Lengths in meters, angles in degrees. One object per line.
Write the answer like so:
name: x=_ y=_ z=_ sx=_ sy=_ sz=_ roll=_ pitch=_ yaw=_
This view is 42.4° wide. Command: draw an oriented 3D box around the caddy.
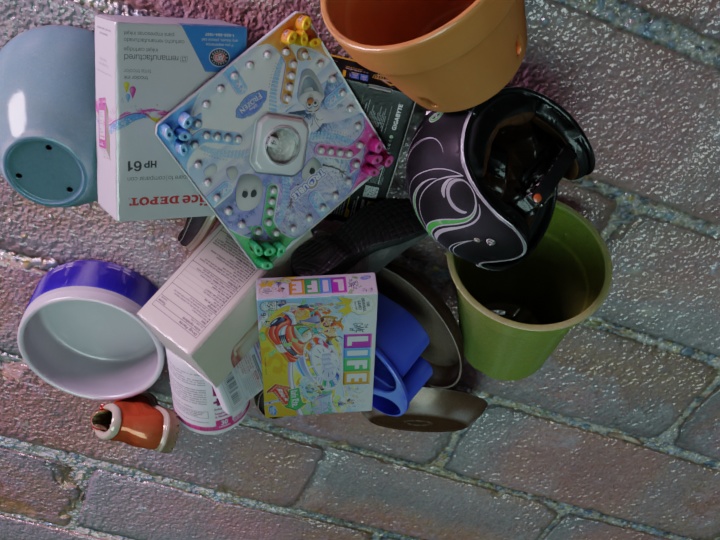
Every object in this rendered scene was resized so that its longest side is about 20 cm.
caddy: x=0.001 y=0.104 z=1.208 sx=0.199 sy=0.105 sz=0.143 roll=31 pitch=149 yaw=33

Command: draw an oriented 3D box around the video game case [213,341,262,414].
video game case: x=-0.134 y=0.066 z=1.217 sx=0.181 sy=0.024 sz=0.202 roll=-37 pitch=135 yaw=-25

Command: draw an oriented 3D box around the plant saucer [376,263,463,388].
plant saucer: x=0.065 y=0.066 z=1.215 sx=0.199 sy=0.034 sz=0.202 roll=38 pitch=150 yaw=26

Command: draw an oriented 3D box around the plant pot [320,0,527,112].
plant pot: x=0.078 y=-0.252 z=0.910 sx=0.198 sy=0.203 sz=0.140 roll=-19 pitch=145 yaw=18

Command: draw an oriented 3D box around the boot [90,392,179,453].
boot: x=-0.344 y=0.212 z=1.340 sx=0.106 sy=0.076 sz=0.199 roll=14 pitch=172 yaw=-30

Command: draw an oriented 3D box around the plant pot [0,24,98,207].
plant pot: x=-0.334 y=-0.149 z=1.038 sx=0.197 sy=0.136 sz=0.202 roll=1 pitch=132 yaw=1

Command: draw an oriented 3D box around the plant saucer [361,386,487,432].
plant saucer: x=0.084 y=0.204 z=1.337 sx=0.197 sy=0.037 sz=0.201 roll=4 pitch=161 yaw=1

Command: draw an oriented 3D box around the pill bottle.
pill bottle: x=-0.211 y=0.122 z=1.285 sx=0.111 sy=0.114 sz=0.202 roll=2 pitch=132 yaw=0

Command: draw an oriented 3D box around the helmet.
helmet: x=0.144 y=-0.102 z=1.028 sx=0.197 sy=0.203 sz=0.190 roll=18 pitch=168 yaw=-14

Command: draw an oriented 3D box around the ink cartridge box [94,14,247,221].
ink cartridge box: x=-0.199 y=-0.159 z=0.977 sx=0.143 sy=0.084 sz=0.203 roll=-6 pitch=111 yaw=-29

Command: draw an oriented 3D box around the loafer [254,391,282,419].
loafer: x=-0.085 y=0.165 z=1.347 sx=0.073 sy=0.072 sz=0.199 roll=35 pitch=124 yaw=-26

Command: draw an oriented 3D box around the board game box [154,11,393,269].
board game box: x=-0.082 y=-0.131 z=0.982 sx=0.199 sy=0.026 sz=0.201 roll=-41 pitch=121 yaw=-10

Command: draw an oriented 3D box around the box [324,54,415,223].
box: x=-0.032 y=-0.150 z=1.085 sx=0.157 sy=0.050 sz=0.202 roll=12 pitch=131 yaw=-5

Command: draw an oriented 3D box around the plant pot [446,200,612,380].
plant pot: x=0.196 y=0.039 z=1.172 sx=0.196 sy=0.202 sz=0.191 roll=3 pitch=145 yaw=-1

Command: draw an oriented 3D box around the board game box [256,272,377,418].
board game box: x=-0.050 y=0.090 z=1.072 sx=0.132 sy=0.035 sz=0.202 roll=-4 pitch=133 yaw=-5

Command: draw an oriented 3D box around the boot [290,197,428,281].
boot: x=0.000 y=0.000 z=1.113 sx=0.198 sy=0.070 sz=0.133 roll=-24 pitch=141 yaw=-20

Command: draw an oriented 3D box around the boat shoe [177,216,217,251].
boat shoe: x=-0.181 y=-0.112 z=1.112 sx=0.064 sy=0.072 sz=0.201 roll=26 pitch=125 yaw=-12

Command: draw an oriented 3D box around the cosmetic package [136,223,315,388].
cosmetic package: x=-0.146 y=0.020 z=1.077 sx=0.103 sy=0.200 sz=0.088 roll=32 pitch=161 yaw=30

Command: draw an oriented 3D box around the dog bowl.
dog bowl: x=-0.363 y=0.085 z=1.282 sx=0.197 sy=0.079 sz=0.202 roll=1 pitch=131 yaw=1
